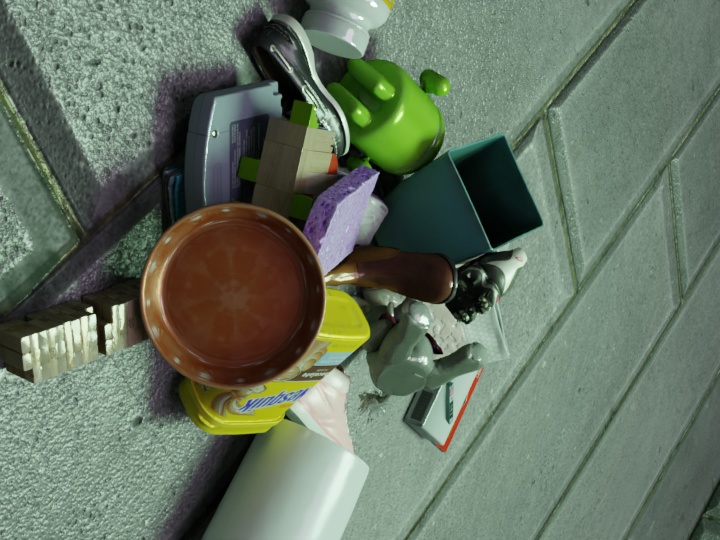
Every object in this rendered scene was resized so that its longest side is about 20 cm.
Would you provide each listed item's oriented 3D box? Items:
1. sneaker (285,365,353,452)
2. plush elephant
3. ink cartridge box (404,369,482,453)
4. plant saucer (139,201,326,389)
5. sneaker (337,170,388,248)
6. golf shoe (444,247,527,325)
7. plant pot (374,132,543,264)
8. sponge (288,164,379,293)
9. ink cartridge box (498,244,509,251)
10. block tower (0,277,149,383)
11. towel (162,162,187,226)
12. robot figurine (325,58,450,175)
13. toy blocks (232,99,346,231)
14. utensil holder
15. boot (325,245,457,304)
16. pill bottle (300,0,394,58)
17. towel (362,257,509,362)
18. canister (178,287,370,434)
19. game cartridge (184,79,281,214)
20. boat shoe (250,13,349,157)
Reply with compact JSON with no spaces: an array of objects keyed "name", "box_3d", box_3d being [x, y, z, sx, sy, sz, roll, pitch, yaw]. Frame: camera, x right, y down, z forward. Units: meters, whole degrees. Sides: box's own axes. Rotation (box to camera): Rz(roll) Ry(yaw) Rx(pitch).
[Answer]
[{"name":"sneaker","box_3d":[-0.040,0.196,1.492,0.105,0.075,0.201,-52,135,-20]},{"name":"plush elephant","box_3d":[0.057,0.093,1.487,0.164,0.156,0.200,27,124,-31]},{"name":"ink cartridge box","box_3d":[0.164,0.200,1.801,0.174,0.043,0.201,44,67,-50]},{"name":"plant saucer","box_3d":[-0.136,0.027,1.145,0.032,0.198,0.202,-118,-141,-81]},{"name":"sneaker","box_3d":[-0.034,-0.075,1.398,0.200,0.075,0.100,29,84,-52]},{"name":"golf shoe","box_3d":[0.162,0.019,1.449,0.088,0.200,0.077,-36,95,-17]},{"name":"plant pot","box_3d":[0.118,-0.075,1.483,0.141,0.199,0.142,-23,88,-48]},{"name":"sponge","box_3d":[-0.029,-0.053,1.246,0.200,0.030,0.112,-45,157,-69]},{"name":"ink cartridge box","box_3d":[0.163,-0.010,1.609,0.050,0.108,0.201,-51,160,-57]},{"name":"block tower","box_3d":[-0.286,0.060,1.126,0.199,0.058,0.054,-20,118,-47]},{"name":"towel","box_3d":[-0.169,-0.043,1.274,0.146,0.022,0.202,-28,124,-45]},{"name":"robot figurine","box_3d":[0.038,-0.201,1.410,0.176,0.116,0.200,-49,145,5]},{"name":"toy blocks","box_3d":[-0.069,-0.095,1.249,0.136,0.099,0.202,-8,112,-66]},{"name":"utensil holder","box_3d":[-0.098,0.314,1.383,0.201,0.169,0.170,-63,143,-17]},{"name":"boot","box_3d":[0.000,0.000,1.333,0.199,0.188,0.069,0,108,-34]},{"name":"pill bottle","box_3d":[-0.004,-0.367,1.294,0.112,0.112,0.202,25,84,-54]},{"name":"towel","box_3d":[0.116,0.079,1.590,0.032,0.189,0.201,-98,171,-56]},{"name":"canister","box_3d":[-0.101,0.107,1.274,0.200,0.087,0.148,-43,151,27]},{"name":"game cartridge","box_3d":[-0.145,-0.112,1.229,0.133,0.041,0.202,-20,121,-45]},{"name":"boat shoe","box_3d":[-0.074,-0.210,1.294,0.060,0.073,0.201,-49,135,-30]}]
